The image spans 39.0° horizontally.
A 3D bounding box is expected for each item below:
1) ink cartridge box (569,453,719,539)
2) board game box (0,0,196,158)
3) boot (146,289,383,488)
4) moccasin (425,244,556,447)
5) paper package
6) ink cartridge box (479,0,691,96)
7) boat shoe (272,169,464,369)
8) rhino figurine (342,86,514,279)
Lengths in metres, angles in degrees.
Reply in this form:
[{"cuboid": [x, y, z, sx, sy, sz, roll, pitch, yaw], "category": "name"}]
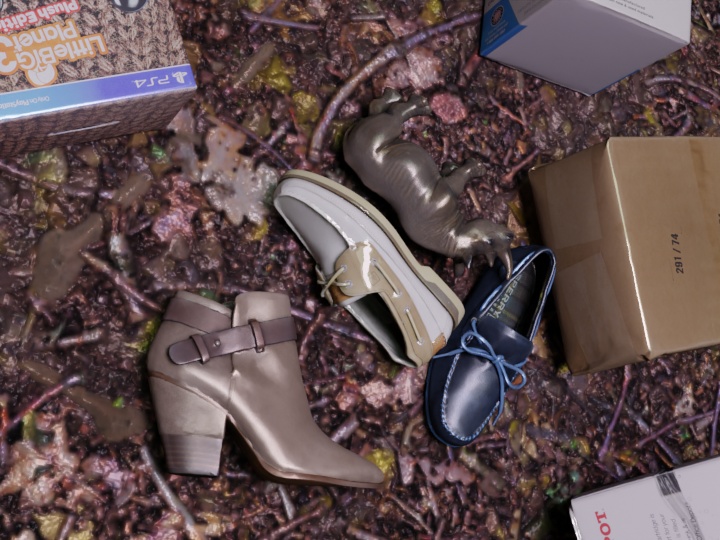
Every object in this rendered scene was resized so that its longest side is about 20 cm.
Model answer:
[{"cuboid": [0.296, 0.238, 0.872, 0.199, 0.084, 0.146, -19, 78, 13], "category": "ink cartridge box"}, {"cuboid": [-0.236, -0.201, 0.765, 0.159, 0.097, 0.201, -16, 86, -28], "category": "board game box"}, {"cuboid": [-0.070, 0.092, 0.800, 0.199, 0.070, 0.147, 11, 72, -24], "category": "boot"}, {"cuboid": [0.114, 0.057, 0.896, 0.080, 0.068, 0.201, 29, 68, -18], "category": "moccasin"}, {"cuboid": [0.270, -0.017, 0.957, 0.190, 0.103, 0.201, -5, 81, -37], "category": "paper package"}, {"cuboid": [0.218, -0.303, 0.981, 0.144, 0.147, 0.201, 14, 73, -22], "category": "ink cartridge box"}, {"cuboid": [0.000, 0.000, 0.850, 0.200, 0.075, 0.069, 41, 63, -11], "category": "boat shoe"}, {"cuboid": [0.064, -0.067, 0.895, 0.087, 0.060, 0.200, -42, 91, -21], "category": "rhino figurine"}]
